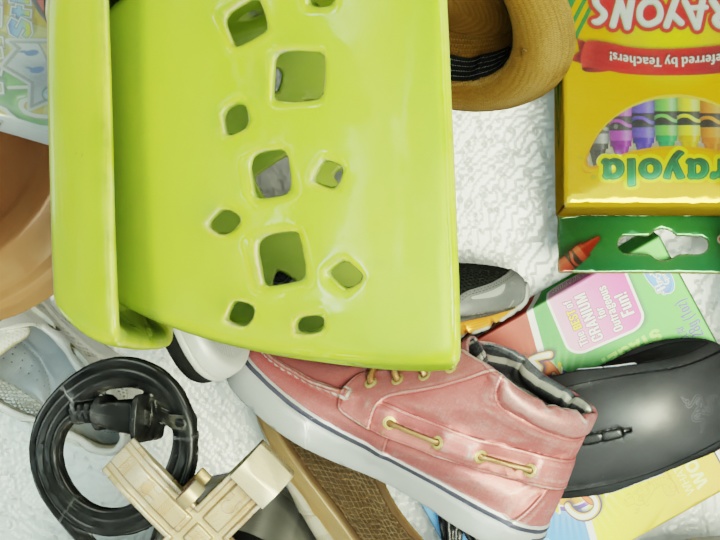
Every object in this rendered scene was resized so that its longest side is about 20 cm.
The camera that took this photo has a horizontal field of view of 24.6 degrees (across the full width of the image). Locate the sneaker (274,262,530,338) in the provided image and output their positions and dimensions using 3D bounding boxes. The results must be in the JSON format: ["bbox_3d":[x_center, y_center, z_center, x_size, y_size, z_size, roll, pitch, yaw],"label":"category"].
[{"bbox_3d":[0.000,0.000,0.958,0.198,0.078,0.078,3,92,2],"label":"sneaker"}]

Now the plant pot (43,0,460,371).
[{"bbox_3d":[-0.047,-0.052,0.780,0.179,0.199,0.202,-2,88,2],"label":"plant pot"}]

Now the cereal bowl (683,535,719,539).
[{"bbox_3d":[0.210,0.251,0.978,0.198,0.083,0.202,0,98,2],"label":"cereal bowl"}]

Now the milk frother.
[{"bbox_3d":[-0.096,0.144,0.922,0.179,0.188,0.202,15,97,-1],"label":"milk frother"}]

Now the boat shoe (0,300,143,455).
[{"bbox_3d":[-0.212,0.043,0.972,0.199,0.069,0.071,30,99,-1],"label":"boat shoe"}]

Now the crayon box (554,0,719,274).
[{"bbox_3d":[0.173,-0.100,0.930,0.125,0.051,0.202,-1,84,1],"label":"crayon box"}]

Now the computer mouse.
[{"bbox_3d":[0.131,0.121,0.941,0.198,0.046,0.142,-10,95,3],"label":"computer mouse"}]

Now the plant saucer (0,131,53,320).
[{"bbox_3d":[-0.218,-0.071,0.928,0.198,0.037,0.202,-7,74,23],"label":"plant saucer"}]

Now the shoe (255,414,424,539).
[{"bbox_3d":[-0.016,0.130,0.971,0.070,0.053,0.201,-19,73,-38],"label":"shoe"}]

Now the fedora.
[{"bbox_3d":[0.039,-0.177,0.910,0.199,0.201,0.082,29,60,-2],"label":"fedora"}]

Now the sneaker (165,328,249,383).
[{"bbox_3d":[-0.139,-0.005,0.941,0.111,0.073,0.201,-33,64,21],"label":"sneaker"}]

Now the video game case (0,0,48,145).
[{"bbox_3d":[-0.145,-0.160,0.895,0.180,0.023,0.202,16,68,-20],"label":"video game case"}]

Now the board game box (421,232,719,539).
[{"bbox_3d":[0.124,0.092,0.982,0.199,0.040,0.154,-30,95,5],"label":"board game box"}]

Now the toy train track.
[{"bbox_3d":[-0.111,0.164,0.813,0.115,0.033,0.200,45,97,-3],"label":"toy train track"}]

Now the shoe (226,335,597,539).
[{"bbox_3d":[0.028,0.068,0.908,0.199,0.071,0.092,28,105,10],"label":"shoe"}]
